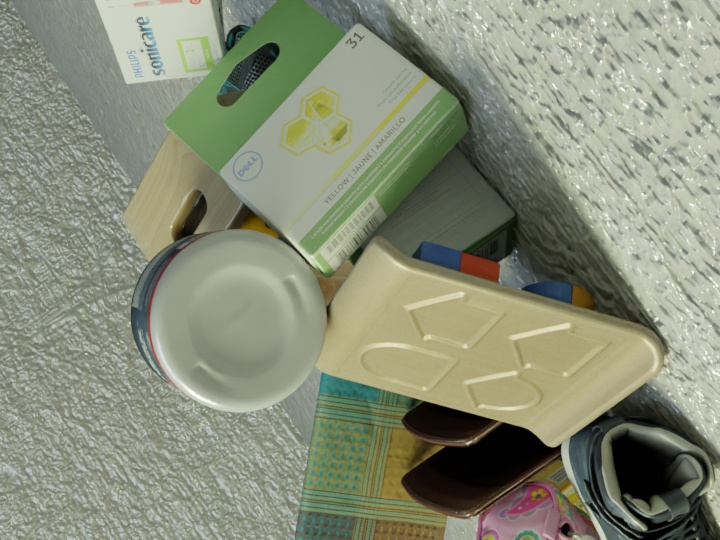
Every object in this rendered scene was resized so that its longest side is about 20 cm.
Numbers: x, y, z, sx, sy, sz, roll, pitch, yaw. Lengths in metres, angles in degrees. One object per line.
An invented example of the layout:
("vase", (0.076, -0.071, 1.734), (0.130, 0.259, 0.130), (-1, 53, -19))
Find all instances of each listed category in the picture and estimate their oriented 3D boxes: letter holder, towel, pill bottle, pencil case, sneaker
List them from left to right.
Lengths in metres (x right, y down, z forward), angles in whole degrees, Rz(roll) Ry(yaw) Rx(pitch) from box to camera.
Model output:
("pill bottle", (-0.104, 0.033, 0.929), (0.120, 0.119, 0.200), (58, 166, -9))
("sneaker", (-0.107, -0.192, 1.249), (0.200, 0.077, 0.092), (-170, 64, -70))
("towel", (0.024, 0.149, 1.143), (0.022, 0.145, 0.203), (175, 107, -69))
("letter holder", (0.083, 0.113, 1.047), (0.101, 0.141, 0.200), (57, 169, -6))
("pencil case", (0.174, 0.236, 0.992), (0.200, 0.088, 0.087), (40, 178, -31))
("sneaker", (0.213, 0.187, 0.873), (0.204, 0.076, 0.146), (57, 171, 6))

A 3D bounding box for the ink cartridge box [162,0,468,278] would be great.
("ink cartridge box", (-0.042, -0.110, 0.901), (0.200, 0.146, 0.048), (42, 176, 27))

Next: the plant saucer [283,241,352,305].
("plant saucer", (0.000, 0.000, 1.067), (0.201, 0.197, 0.037), (111, 157, -76))

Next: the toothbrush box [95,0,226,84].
("toothbrush box", (-0.153, -0.265, 0.962), (0.146, 0.085, 0.203), (87, 178, -68))

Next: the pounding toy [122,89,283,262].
("pounding toy", (-0.086, -0.064, 1.099), (0.143, 0.183, 0.200), (54, 133, 17))

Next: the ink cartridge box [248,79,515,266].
("ink cartridge box", (0.014, -0.069, 0.947), (0.201, 0.103, 0.059), (52, 167, 23))

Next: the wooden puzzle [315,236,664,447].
("wooden puzzle", (0.078, 0.044, 0.861), (0.198, 0.047, 0.186), (20, 151, -8))

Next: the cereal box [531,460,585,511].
("cereal box", (0.210, 0.259, 1.167), (0.201, 0.039, 0.144), (59, 168, -9))
